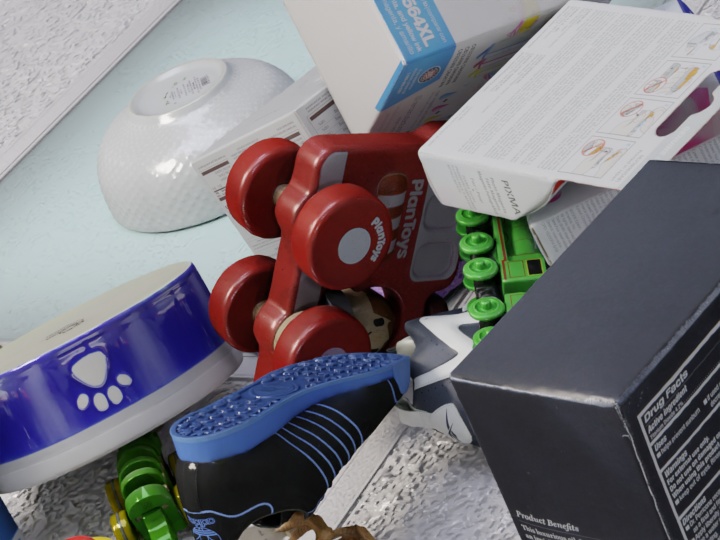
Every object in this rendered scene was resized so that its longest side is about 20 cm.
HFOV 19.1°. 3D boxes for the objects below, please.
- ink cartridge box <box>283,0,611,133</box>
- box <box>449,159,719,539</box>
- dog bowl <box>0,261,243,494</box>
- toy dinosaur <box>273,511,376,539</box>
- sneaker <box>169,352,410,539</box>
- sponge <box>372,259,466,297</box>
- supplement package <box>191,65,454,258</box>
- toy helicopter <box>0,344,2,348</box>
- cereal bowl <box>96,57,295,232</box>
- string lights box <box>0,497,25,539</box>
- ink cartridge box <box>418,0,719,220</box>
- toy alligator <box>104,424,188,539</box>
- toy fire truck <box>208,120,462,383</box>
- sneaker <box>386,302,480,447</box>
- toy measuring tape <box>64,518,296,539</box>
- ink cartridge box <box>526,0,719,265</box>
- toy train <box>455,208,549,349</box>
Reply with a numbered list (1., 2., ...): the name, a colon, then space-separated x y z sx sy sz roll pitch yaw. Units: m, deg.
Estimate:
1. ink cartridge box: 0.071 -0.193 1.461 0.199 0.126 0.129 -21 -16 -22
2. box: 0.175 0.077 1.143 0.123 0.199 0.200 8 42 44
3. dog bowl: -0.186 0.073 1.488 0.199 0.079 0.200 -27 8 4
4. toy dinosaur: -0.006 0.186 1.267 0.199 0.060 0.107 -29 40 13
5. sneaker: -0.038 0.106 1.291 0.070 0.079 0.199 4 17 41
6. sponge: 0.016 0.004 1.563 0.199 0.030 0.111 -36 30 -20
7. supplement package: -0.006 -0.096 1.595 0.156 0.111 0.200 -39 10 -25
8. toy helicopter: -0.348 0.114 1.642 0.199 0.079 0.133 -20 36 31
9. cereal bowl: -0.142 -0.123 1.843 0.199 0.084 0.201 -20 28 11
10. string lights box: -0.309 0.135 1.419 0.102 0.201 0.059 -8 32 29
11. ink cartridge box: 0.152 -0.094 1.307 0.163 0.057 0.199 -45 37 -22
12. toy alligator: -0.146 0.133 1.449 0.059 0.055 0.200 -24 29 1
13. toy fire truck: 0.000 0.000 1.431 0.167 0.202 0.112 -4 24 -34
14. sneaker: 0.085 0.038 1.400 0.129 0.080 0.200 3 48 27
15. toy measuring tape: -0.136 0.184 1.344 0.199 0.074 0.074 -27 29 -4
16. ink cartridge box: 0.188 -0.105 1.377 0.199 0.043 0.197 -27 29 9
17. toy train: 0.092 0.004 1.341 0.056 0.042 0.201 -7 35 2
